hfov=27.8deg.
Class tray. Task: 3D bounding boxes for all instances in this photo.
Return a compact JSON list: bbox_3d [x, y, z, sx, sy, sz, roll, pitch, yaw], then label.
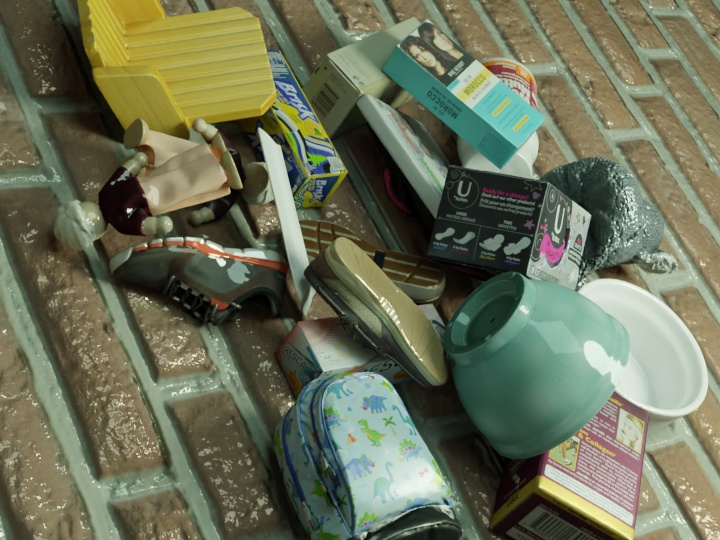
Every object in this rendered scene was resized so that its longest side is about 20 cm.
[{"bbox_3d":[-0.080,-0.054,1.625,0.022,0.107,0.201,-13,78,-3],"label":"tray"}]

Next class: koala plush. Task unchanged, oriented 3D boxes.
[{"bbox_3d":[0.334,-0.058,1.925,0.200,0.184,0.178,9,49,-45],"label":"koala plush"}]

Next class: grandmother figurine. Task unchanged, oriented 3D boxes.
[{"bbox_3d":[-0.175,-0.111,1.664,0.200,0.060,0.122,9,91,-37],"label":"grandmother figurine"},{"bbox_3d":[-0.228,-0.075,1.536,0.200,0.061,0.121,-23,36,-7],"label":"grandmother figurine"}]

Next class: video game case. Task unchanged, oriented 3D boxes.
[{"bbox_3d":[0.088,-0.126,1.846,0.200,0.024,0.182,56,17,19],"label":"video game case"}]

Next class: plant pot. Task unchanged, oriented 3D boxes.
[{"bbox_3d":[0.176,0.087,1.606,0.134,0.200,0.201,43,38,-20],"label":"plant pot"}]

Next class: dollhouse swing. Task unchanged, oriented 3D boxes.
[{"bbox_3d":[-0.213,-0.273,1.695,0.175,0.182,0.200,-18,55,5],"label":"dollhouse swing"}]

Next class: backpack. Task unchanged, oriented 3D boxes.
[{"bbox_3d":[-0.002,0.202,1.477,0.163,0.154,0.200,-9,46,-32],"label":"backpack"}]

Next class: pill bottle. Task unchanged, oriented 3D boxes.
[{"bbox_3d":[0.185,-0.189,1.956,0.109,0.110,0.200,24,39,-16],"label":"pill bottle"}]

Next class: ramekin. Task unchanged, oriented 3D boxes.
[{"bbox_3d":[0.319,0.118,1.796,0.200,0.098,0.201,20,44,-21],"label":"ramekin"}]

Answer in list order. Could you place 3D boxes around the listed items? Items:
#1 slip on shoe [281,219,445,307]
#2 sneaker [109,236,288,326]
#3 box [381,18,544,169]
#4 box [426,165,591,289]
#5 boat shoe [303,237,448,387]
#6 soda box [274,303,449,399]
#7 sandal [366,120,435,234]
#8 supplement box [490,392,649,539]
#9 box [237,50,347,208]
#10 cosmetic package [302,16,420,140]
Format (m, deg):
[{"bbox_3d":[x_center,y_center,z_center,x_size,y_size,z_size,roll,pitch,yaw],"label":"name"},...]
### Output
[{"bbox_3d":[0.000,0.000,1.706,0.199,0.061,0.076,16,44,2],"label":"slip on shoe"},{"bbox_3d":[-0.169,0.016,1.560,0.199,0.077,0.082,4,71,-20],"label":"sneaker"},{"bbox_3d":[0.131,-0.224,1.840,0.200,0.049,0.082,40,48,4],"label":"box"},{"bbox_3d":[0.183,-0.044,1.734,0.132,0.115,0.200,11,-3,25],"label":"box"},{"bbox_3d":[0.018,0.053,1.570,0.200,0.065,0.072,48,30,-19],"label":"boat shoe"},{"bbox_3d":[0.007,0.090,1.625,0.200,0.064,0.069,-7,58,-39],"label":"soda box"},{"bbox_3d":[0.055,-0.110,1.849,0.075,0.045,0.200,24,30,-57],"label":"sandal"},{"bbox_3d":[0.238,0.223,1.640,0.131,0.103,0.200,31,43,-9],"label":"supplement box"},{"bbox_3d":[-0.095,-0.173,1.780,0.064,0.070,0.200,-7,59,-38],"label":"box"},{"bbox_3d":[0.013,-0.251,1.903,0.073,0.104,0.200,48,43,10],"label":"cosmetic package"}]
